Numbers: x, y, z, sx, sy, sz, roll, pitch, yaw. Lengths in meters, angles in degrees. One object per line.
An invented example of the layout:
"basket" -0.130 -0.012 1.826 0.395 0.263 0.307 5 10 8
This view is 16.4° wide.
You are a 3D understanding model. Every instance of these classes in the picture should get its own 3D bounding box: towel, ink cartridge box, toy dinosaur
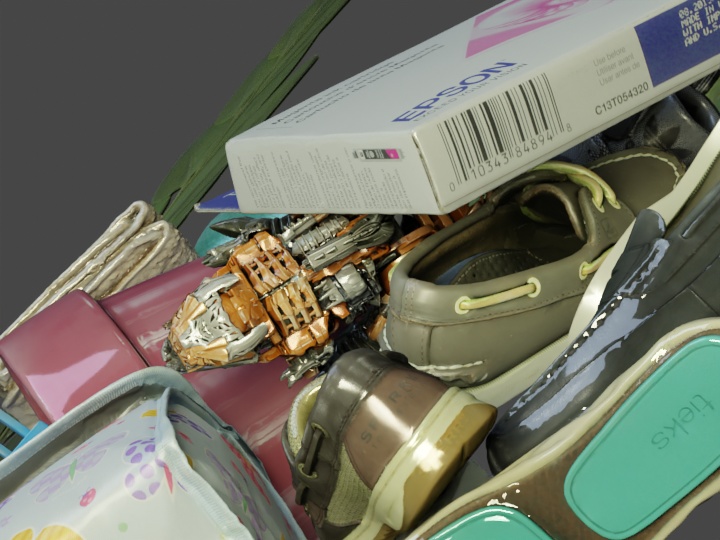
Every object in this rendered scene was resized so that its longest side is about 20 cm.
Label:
"towel" -0.128 0.042 1.367 0.133 0.034 0.200 -45 -20 -2
"ink cartridge box" 0.047 -0.079 1.069 0.196 0.043 0.200 -29 18 -29
"toy dinosaur" 0.000 0.000 1.100 0.200 0.102 0.136 -7 -16 -22

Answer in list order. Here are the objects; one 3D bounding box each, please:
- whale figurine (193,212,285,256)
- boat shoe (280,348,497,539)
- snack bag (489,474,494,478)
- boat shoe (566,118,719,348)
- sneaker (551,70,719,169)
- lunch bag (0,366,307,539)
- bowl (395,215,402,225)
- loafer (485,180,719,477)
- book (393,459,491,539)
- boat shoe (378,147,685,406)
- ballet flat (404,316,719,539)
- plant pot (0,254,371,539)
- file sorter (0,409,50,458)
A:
"whale figurine" -0.029 -0.022 1.563 0.200 0.104 0.159 -46 -15 28
"boat shoe" 0.004 0.064 0.952 0.073 0.065 0.200 -47 -3 -17
"snack bag" 0.046 0.136 1.002 0.189 0.021 0.200 -44 12 16
"boat shoe" 0.162 -0.028 1.026 0.202 0.060 0.072 -51 -21 -21
"sneaker" 0.114 -0.033 1.188 0.114 0.075 0.200 -42 9 42
"lunch bag" -0.113 0.131 1.011 0.169 0.127 0.200 -37 5 2
"bowl" -0.017 0.029 1.399 0.200 0.075 0.200 -46 -7 9
"loafer" 0.123 0.010 0.943 0.200 0.070 0.068 -40 -31 -3
"book" -0.031 0.168 1.008 0.200 0.048 0.134 -39 12 29
"boat shoe" 0.081 -0.008 1.065 0.202 0.072 0.060 -34 -45 -41
"ballet flat" 0.076 0.087 0.883 0.200 0.069 0.069 -39 13 16
"plant pot" -0.052 0.069 1.228 0.179 0.200 0.200 -34 9 -9
"file sorter" -0.223 0.137 1.190 0.139 0.123 0.200 -50 -16 -23
